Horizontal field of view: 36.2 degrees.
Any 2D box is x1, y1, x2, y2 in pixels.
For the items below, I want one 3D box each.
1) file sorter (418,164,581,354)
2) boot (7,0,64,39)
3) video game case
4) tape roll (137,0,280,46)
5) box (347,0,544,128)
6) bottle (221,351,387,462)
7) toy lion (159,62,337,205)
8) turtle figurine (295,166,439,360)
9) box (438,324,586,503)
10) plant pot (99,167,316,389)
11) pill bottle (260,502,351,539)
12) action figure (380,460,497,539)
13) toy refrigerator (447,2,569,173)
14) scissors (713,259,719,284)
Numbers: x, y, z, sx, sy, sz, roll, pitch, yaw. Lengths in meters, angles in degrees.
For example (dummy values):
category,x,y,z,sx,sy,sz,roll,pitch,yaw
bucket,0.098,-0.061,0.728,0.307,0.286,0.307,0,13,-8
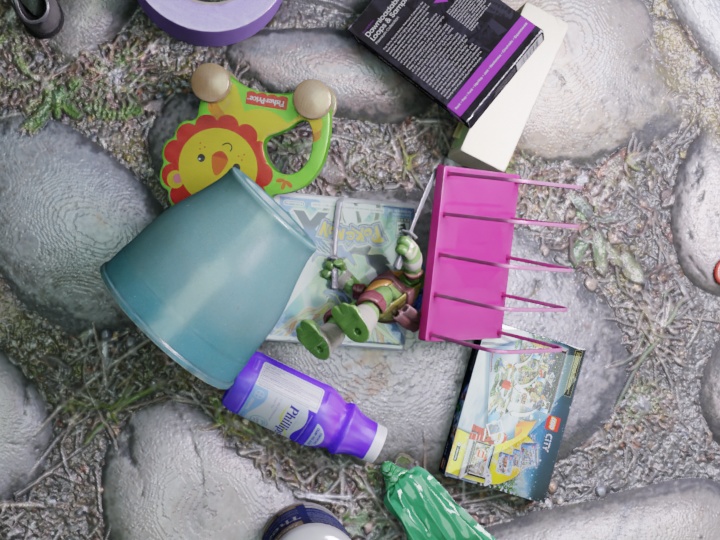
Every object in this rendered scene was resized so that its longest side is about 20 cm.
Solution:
category,x,y,z,sx,sy,sz,roll,pitch,yaw
file sorter,0.167,-0.011,1.266,0.138,0.125,0.203,1,97,-43
boot,-0.404,-0.366,1.258,0.070,0.132,0.201,-36,94,-7
video game case,-0.036,0.000,1.364,0.197,0.022,0.185,5,89,-9
tape roll,-0.180,-0.376,1.317,0.197,0.085,0.203,0,90,-9
box,0.102,-0.287,1.339,0.200,0.036,0.143,41,90,16
bottle,-0.065,0.170,1.327,0.198,0.084,0.066,27,45,-8
toy lion,-0.138,-0.141,1.322,0.198,0.069,0.194,9,94,5
turtle figurine,0.000,0.000,1.277,0.143,0.194,0.202,10,123,27
box,0.191,0.176,1.387,0.135,0.038,0.202,17,87,-8
plant pot,-0.156,-0.004,1.243,0.200,0.200,0.188,44,93,-6
pill bottle,-0.057,0.339,1.266,0.110,0.200,0.112,0,89,-9
action figure,0.092,0.316,1.363,0.118,0.055,0.201,-38,88,-6
toy refrigerator,0.180,-0.224,1.372,0.069,0.076,0.202,24,86,-7
scissors,0.555,-0.035,1.456,0.199,0.014,0.073,-39,93,-6
